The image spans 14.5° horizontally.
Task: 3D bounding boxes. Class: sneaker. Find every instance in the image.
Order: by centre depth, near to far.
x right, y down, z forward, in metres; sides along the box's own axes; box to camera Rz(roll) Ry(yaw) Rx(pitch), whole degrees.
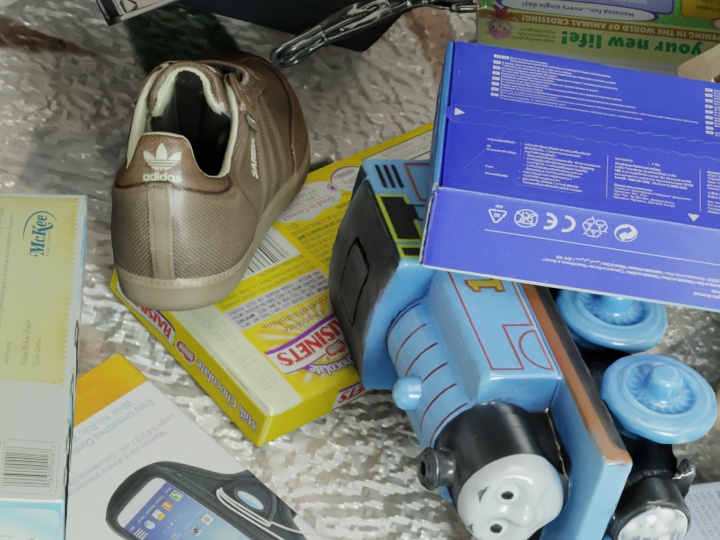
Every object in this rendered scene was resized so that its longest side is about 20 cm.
[{"bbox_3d":[-0.059,-0.060,1.178,0.070,0.076,0.200,3,29,4],"label":"sneaker"}]

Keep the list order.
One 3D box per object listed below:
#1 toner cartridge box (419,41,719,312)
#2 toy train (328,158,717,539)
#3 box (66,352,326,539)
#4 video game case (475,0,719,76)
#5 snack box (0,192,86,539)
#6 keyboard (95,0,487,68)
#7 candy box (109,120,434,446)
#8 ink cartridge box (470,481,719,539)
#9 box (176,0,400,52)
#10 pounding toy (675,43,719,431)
[{"bbox_3d":[0.126,-0.032,1.108,0.199,0.043,0.095,9,40,-1],"label":"toner cartridge box"},{"bbox_3d":[0.061,0.037,1.113,0.114,0.087,0.200,-1,42,-19],"label":"toy train"},{"bbox_3d":[-0.064,0.128,1.043,0.200,0.042,0.119,42,46,17],"label":"box"},{"bbox_3d":[0.152,-0.166,1.291,0.199,0.183,0.022,7,42,9],"label":"video game case"},{"bbox_3d":[-0.163,0.035,1.052,0.115,0.037,0.200,3,34,-4],"label":"snack box"},{"bbox_3d":[-0.022,-0.146,1.204,0.199,0.021,0.128,-23,78,-20],"label":"keyboard"},{"bbox_3d":[0.000,0.000,1.209,0.199,0.026,0.102,-24,60,-38],"label":"candy box"},{"bbox_3d":[0.152,0.140,1.126,0.199,0.042,0.120,-3,48,-28],"label":"ink cartridge box"},{"bbox_3d":[-0.059,-0.228,1.288,0.199,0.123,0.199,14,72,-14],"label":"box"},{"bbox_3d":[0.225,-0.031,1.218,0.142,0.199,0.185,41,24,-57],"label":"pounding toy"}]
